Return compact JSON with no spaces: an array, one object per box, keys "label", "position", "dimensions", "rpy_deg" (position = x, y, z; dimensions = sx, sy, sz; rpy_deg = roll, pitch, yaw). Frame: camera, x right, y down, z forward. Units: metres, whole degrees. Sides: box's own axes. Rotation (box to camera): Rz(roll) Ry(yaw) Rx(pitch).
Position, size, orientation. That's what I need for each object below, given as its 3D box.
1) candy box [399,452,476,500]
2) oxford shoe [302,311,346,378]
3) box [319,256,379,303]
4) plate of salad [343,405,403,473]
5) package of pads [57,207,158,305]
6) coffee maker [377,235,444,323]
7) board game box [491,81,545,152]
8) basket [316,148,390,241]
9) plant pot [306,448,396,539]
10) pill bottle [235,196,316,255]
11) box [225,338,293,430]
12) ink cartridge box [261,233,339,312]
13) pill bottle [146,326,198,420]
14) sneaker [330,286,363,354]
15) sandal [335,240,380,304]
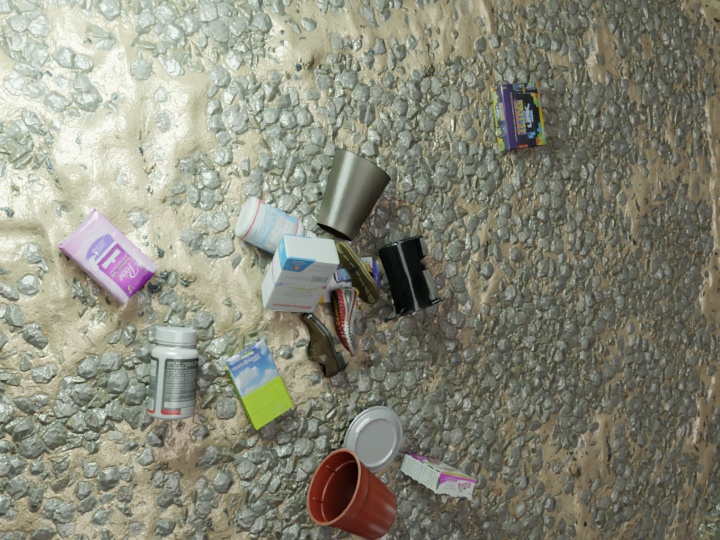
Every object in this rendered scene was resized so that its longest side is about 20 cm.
[{"label":"candy box","position":[0.221,0.593,1.778],"dimensions":[0.134,0.199,0.063],"rpy_deg":[20,83,-26]},{"label":"oxford shoe","position":[-0.114,0.204,1.665],"dimensions":[0.083,0.072,0.204],"rpy_deg":[-31,104,-19]},{"label":"box","position":[-0.038,0.024,1.719],"dimensions":[0.195,0.041,0.123],"rpy_deg":[-2,92,-30]},{"label":"plate of salad","position":[0.034,0.484,1.763],"dimensions":[0.195,0.048,0.206],"rpy_deg":[-7,104,-27]},{"label":"package of pads","position":[-0.578,-0.030,1.412],"dimensions":[0.121,0.075,0.200],"rpy_deg":[-48,111,-15]},{"label":"coffee maker","position":[0.128,0.016,1.733],"dimensions":[0.190,0.133,0.205],"rpy_deg":[-17,88,-54]},{"label":"board game box","position":[0.513,-0.498,1.987],"dimensions":[0.162,0.056,0.206],"rpy_deg":[-13,97,-28]},{"label":"basket","position":[-0.033,-0.196,1.667],"dimensions":[0.178,0.135,0.204],"rpy_deg":[28,82,-24]},{"label":"plant pot","position":[-0.012,0.624,1.672],"dimensions":[0.195,0.199,0.204],"rpy_deg":[40,74,-31]},{"label":"pill bottle","position":[-0.215,-0.098,1.583],"dimensions":[0.197,0.108,0.111],"rpy_deg":[26,80,-26]},{"label":"box","position":[-0.266,0.293,1.599],"dimensions":[0.120,0.047,0.205],"rpy_deg":[-28,103,-25]},{"label":"ink cartridge box","position":[-0.158,0.012,1.567],"dimensions":[0.141,0.202,0.086],"rpy_deg":[6,45,-27]},{"label":"pill bottle","position":[-0.445,0.242,1.467],"dimensions":[0.111,0.113,0.207],"rpy_deg":[5,89,-27]},{"label":"sneaker","position":[-0.025,0.139,1.684],"dimensions":[0.080,0.078,0.205],"rpy_deg":[-18,119,-22]},{"label":"sandal","position":[0.000,0.000,1.684],"dimensions":[0.054,0.079,0.203],"rpy_deg":[-42,106,-42]}]
